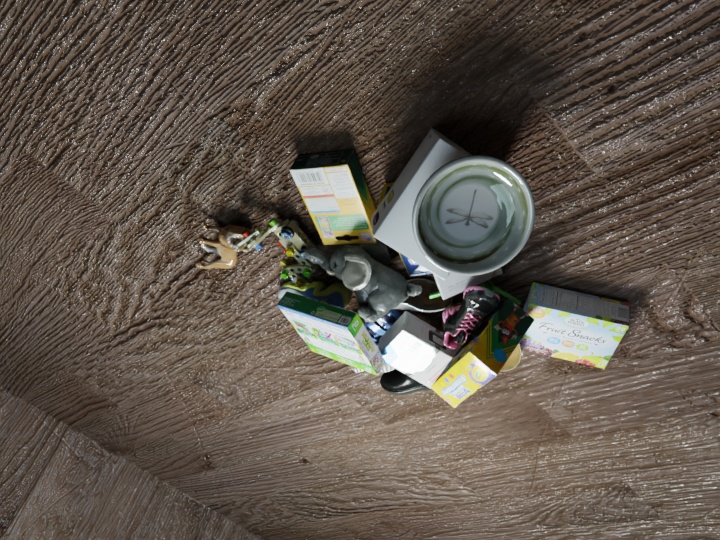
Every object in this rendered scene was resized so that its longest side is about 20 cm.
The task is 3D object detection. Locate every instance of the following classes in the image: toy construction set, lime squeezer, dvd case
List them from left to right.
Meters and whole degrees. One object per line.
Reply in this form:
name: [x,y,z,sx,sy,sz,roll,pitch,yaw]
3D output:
toy construction set: [-0.169,-0.048,1.377,0.131,0.092,0.200,-21,136,38]
dvd case: [0.203,-0.039,1.230,0.142,0.018,0.200,-24,129,2]
lime squeezer: [0.251,0.044,1.328,0.199,0.038,0.071,3,121,2]

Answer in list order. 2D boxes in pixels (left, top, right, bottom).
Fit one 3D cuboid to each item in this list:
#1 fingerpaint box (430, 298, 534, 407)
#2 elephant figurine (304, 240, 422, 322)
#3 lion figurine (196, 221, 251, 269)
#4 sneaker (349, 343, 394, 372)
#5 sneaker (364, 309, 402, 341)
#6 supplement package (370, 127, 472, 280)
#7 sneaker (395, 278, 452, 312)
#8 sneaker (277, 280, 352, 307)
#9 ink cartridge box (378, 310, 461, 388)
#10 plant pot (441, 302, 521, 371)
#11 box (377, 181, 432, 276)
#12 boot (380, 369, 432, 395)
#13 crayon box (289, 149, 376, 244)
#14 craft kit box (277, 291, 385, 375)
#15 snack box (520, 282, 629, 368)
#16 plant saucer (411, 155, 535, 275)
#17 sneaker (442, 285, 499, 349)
fingerpaint box: [0.248,0.173,1.282,0.073,0.167,0.200,40,147,7]
elephant figurine: [0.000,0.000,1.288,0.200,0.155,0.141,56,174,-7]
lion figurine: [-0.316,-0.050,1.454,0.122,0.073,0.200,13,156,-12]
sneaker: [0.046,0.205,1.558,0.200,0.082,0.075,-13,106,53]
sneaker: [0.024,0.141,1.507,0.074,0.082,0.200,40,135,-19]
supplement package: [0.136,-0.117,1.086,0.155,0.111,0.200,31,107,-13]
sneaker: [0.107,0.055,1.406,0.199,0.073,0.085,6,174,4]
sneaker: [-0.122,0.079,1.478,0.199,0.105,0.076,-4,135,26]
ink cartridge box: [0.151,0.194,1.425,0.200,0.067,0.116,31,126,-13]
plant pot: [0.276,0.145,1.398,0.200,0.027,0.200,28,144,23]
box: [0.101,-0.080,1.235,0.064,0.070,0.200,-8,133,24]
boot: [0.121,0.238,1.578,0.210,0.080,0.158,-13,133,26]
crayon box: [-0.046,-0.142,1.243,0.125,0.052,0.200,-1,135,23]
craft kit box: [-0.062,0.140,1.373,0.199,0.049,0.198,15,147,33]
snack box: [0.445,0.119,1.320,0.199,0.068,0.169,12,141,9]
plant saucer: [0.180,-0.092,1.011,0.199,0.050,0.201,-1,113,-3]
sneaker: [0.224,0.105,1.288,0.079,0.096,0.200,24,148,-3]
